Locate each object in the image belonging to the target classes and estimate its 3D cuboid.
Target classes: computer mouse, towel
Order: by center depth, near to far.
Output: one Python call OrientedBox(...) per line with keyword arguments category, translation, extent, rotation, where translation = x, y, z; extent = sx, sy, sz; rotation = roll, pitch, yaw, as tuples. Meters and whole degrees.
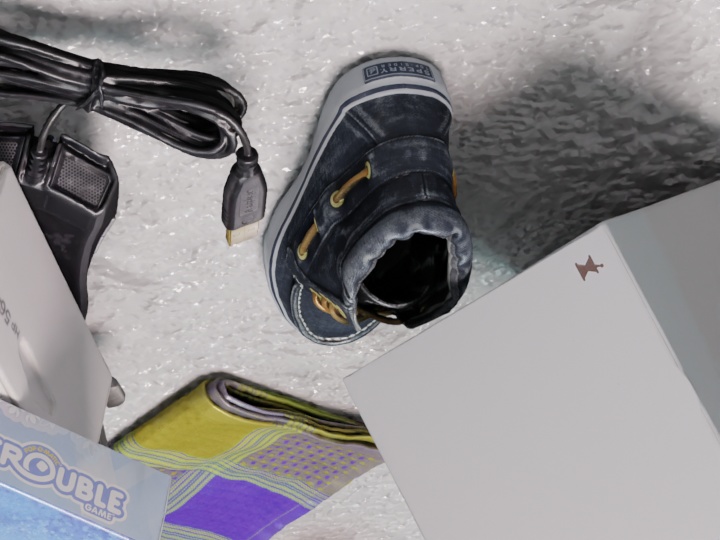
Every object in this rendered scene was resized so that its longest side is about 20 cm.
OrientedBox(category="computer mouse", translation=(-0.111, -0.029, 0.915), extent=(0.140, 0.046, 0.200), rotation=(12, 139, -3))
OrientedBox(category="towel", translation=(-0.084, 0.121, 1.201), extent=(0.143, 0.023, 0.200), rotation=(19, 139, -39))

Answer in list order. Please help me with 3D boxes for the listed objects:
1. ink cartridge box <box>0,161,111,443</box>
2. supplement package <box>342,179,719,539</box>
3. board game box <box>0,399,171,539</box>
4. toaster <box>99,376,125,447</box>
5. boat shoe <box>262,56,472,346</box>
OrientedBox(category="ink cartridge box", translation=(-0.223, 0.038, 0.914), extent=(0.200, 0.084, 0.146), rotation=(-4, 137, 14))
OrientedBox(category="supplement package", translation=(0.129, 0.061, 0.958), extent=(0.151, 0.152, 0.200), rotation=(-32, 172, 33))
OrientedBox(category="board game box", translation=(-0.213, 0.109, 0.893), extent=(0.200, 0.043, 0.199), rotation=(26, 133, -19))
OrientedBox(category="toaster", translation=(-0.209, 0.102, 1.036), extent=(0.200, 0.129, 0.114), rotation=(-12, 148, 5))
OrientedBox(category="boat shoe", translation=(0.000, 0.000, 0.958), extent=(0.071, 0.091, 0.200), rotation=(-1, 148, -12))
